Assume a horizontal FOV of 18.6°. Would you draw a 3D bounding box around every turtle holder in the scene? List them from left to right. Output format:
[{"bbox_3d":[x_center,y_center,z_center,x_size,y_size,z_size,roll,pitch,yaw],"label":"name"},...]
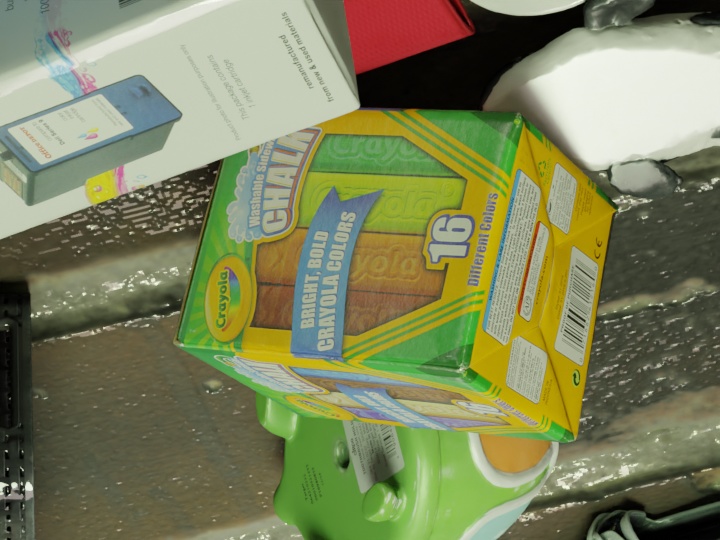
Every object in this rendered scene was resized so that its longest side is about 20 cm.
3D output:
[{"bbox_3d":[0.026,0.109,1.187,0.131,0.141,0.186,-4,131,-30],"label":"turtle holder"}]

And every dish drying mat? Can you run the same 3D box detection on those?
[{"bbox_3d":[-0.053,-0.105,1.010,0.199,0.018,0.077,-17,137,22],"label":"dish drying mat"}]

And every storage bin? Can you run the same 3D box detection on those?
[{"bbox_3d":[-0.217,0.120,1.157,0.093,0.136,0.201,-1,137,-9],"label":"storage bin"}]

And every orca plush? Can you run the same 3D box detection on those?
[{"bbox_3d":[0.152,-0.105,1.039,0.199,0.071,0.105,-28,112,12],"label":"orca plush"}]

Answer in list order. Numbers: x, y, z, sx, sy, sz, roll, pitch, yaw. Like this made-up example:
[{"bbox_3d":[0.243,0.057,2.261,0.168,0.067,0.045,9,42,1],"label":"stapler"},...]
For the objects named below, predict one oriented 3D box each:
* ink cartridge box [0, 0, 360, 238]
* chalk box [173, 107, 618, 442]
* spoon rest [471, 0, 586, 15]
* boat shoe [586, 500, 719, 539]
[{"bbox_3d":[-0.112,-0.110,0.923,0.199,0.146,0.088,-19,138,9],"label":"ink cartridge box"},{"bbox_3d":[0.000,0.000,1.034,0.199,0.125,0.124,3,163,30],"label":"chalk box"},{"bbox_3d":[0.058,-0.179,0.941,0.099,0.061,0.200,-25,134,17],"label":"spoon rest"},{"bbox_3d":[0.172,0.176,1.343,0.200,0.070,0.072,-14,112,15],"label":"boat shoe"}]
